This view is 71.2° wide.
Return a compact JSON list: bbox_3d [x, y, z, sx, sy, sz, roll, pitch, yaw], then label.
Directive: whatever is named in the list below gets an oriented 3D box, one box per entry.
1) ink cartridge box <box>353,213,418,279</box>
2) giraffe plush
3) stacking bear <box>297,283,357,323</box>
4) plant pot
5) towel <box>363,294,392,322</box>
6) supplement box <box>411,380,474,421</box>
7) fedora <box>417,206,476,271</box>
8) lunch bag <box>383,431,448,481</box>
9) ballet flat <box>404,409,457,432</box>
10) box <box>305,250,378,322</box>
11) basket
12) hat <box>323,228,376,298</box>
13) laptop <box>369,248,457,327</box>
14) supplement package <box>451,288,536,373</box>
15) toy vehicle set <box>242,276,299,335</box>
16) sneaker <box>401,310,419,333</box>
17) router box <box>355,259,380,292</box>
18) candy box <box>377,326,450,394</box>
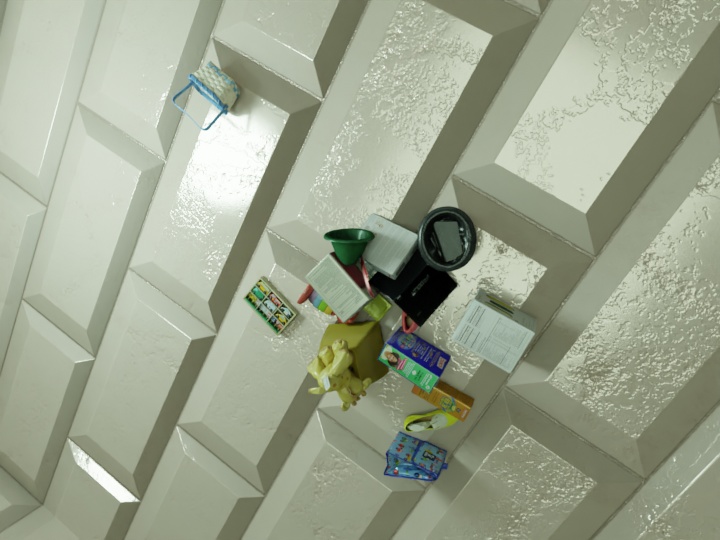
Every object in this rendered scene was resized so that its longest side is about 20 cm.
[{"bbox_3d":[0.075,-0.081,1.655,0.200,0.050,0.162,29,77,31],"label":"ink cartridge box"},{"bbox_3d":[-0.054,0.340,1.572,0.172,0.200,0.162,-35,119,22],"label":"giraffe plush"},{"bbox_3d":[-0.100,0.112,1.762,0.200,0.121,0.114,36,119,1],"label":"stacking bear"},{"bbox_3d":[-0.038,0.303,1.725,0.200,0.176,0.200,-6,103,22],"label":"plant pot"},{"bbox_3d":[0.011,0.086,1.758,0.200,0.018,0.086,41,112,9],"label":"towel"},{"bbox_3d":[0.277,0.422,1.695,0.200,0.069,0.067,26,111,12],"label":"supplement box"},{"bbox_3d":[0.274,-0.097,1.577,0.200,0.092,0.201,0,90,17],"label":"fedora"},{"bbox_3d":[0.199,0.650,1.722,0.200,0.151,0.094,9,103,19],"label":"lunch bag"},{"bbox_3d":[0.240,0.522,1.728,0.200,0.067,0.067,-17,93,23],"label":"ballet flat"},{"bbox_3d":[-0.060,0.048,1.652,0.128,0.109,0.200,-43,84,21],"label":"box"},{"bbox_3d":[-0.532,-0.605,1.756,0.176,0.139,0.200,44,82,8],"label":"basket"},{"bbox_3d":[-0.034,-0.029,1.617,0.165,0.200,0.176,0,108,1],"label":"hat"},{"bbox_3d":[0.171,0.042,1.642,0.200,0.116,0.187,44,84,-16],"label":"laptop"},{"bbox_3d":[0.412,0.181,1.548,0.200,0.152,0.151,29,109,14],"label":"supplement package"},{"bbox_3d":[-0.339,0.133,1.897,0.200,0.027,0.124,45,112,8],"label":"toy vehicle set"},{"bbox_3d":[0.177,0.117,1.661,0.074,0.087,0.200,9,101,19],"label":"sneaker"},{"bbox_3d":[0.000,0.000,1.716,0.157,0.052,0.200,-44,83,14],"label":"router box"},{"bbox_3d":[0.179,0.288,1.650,0.200,0.169,0.077,30,113,13],"label":"candy box"}]
